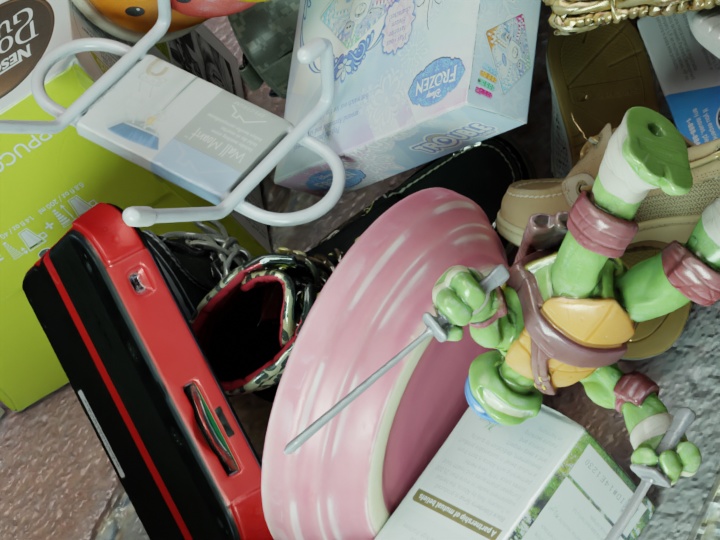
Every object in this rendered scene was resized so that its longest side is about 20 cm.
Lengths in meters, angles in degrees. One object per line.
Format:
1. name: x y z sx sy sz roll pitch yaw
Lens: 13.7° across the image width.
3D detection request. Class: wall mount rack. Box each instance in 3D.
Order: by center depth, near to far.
1. wall mount rack: -0.111 -0.079 1.579 0.199 0.075 0.174 26 53 25

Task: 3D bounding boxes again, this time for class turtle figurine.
1. turtle figurine: 0.106 0.037 1.365 0.194 0.144 0.200 -52 -10 33

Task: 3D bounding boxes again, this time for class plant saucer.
1. plant saucer: 0.025 0.060 1.515 0.051 0.201 0.201 23 70 25

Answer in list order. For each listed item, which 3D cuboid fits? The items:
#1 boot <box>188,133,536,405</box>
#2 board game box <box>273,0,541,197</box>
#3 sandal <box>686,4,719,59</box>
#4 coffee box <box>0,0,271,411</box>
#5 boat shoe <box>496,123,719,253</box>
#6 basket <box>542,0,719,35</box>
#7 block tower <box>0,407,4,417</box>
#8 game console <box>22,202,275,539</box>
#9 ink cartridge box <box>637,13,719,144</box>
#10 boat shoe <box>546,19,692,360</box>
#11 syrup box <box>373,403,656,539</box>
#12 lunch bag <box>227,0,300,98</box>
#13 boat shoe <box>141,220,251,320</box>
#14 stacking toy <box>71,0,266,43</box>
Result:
1. boot: 0.000 0.002 1.605 0.203 0.154 0.074 -41 78 11
2. board game box: 0.030 -0.155 1.616 0.200 0.043 0.200 -18 59 57
3. sandal: 0.212 -0.093 1.453 0.082 0.050 0.203 -7 28 -14
4. coffee box: -0.198 -0.077 1.816 0.199 0.200 0.198 -31 41 16
5. boat shoe: 0.141 -0.044 1.474 0.071 0.065 0.199 -17 11 -39
6. basket: 0.179 -0.221 1.486 0.199 0.150 0.143 -9 23 26
7. block tower: -0.306 0.066 1.898 0.200 0.058 0.054 23 73 48
8. game console: -0.110 0.070 1.582 0.031 0.201 0.177 -26 -3 -19
9. ink cartridge box: 0.258 -0.115 1.541 0.199 0.086 0.147 -30 41 15
10. boat shoe: 0.137 -0.037 1.598 0.070 0.069 0.201 -4 64 -3
11. syrup box: 0.048 0.164 1.477 0.081 0.079 0.200 24 73 48
12. lunch bag: 0.008 -0.208 1.804 0.199 0.139 0.168 -26 44 25
13. boat shoe: -0.091 0.008 1.666 0.068 0.199 0.074 -43 66 -4
14. stacking toy: -0.066 -0.196 1.664 0.199 0.146 0.147 8 61 48
